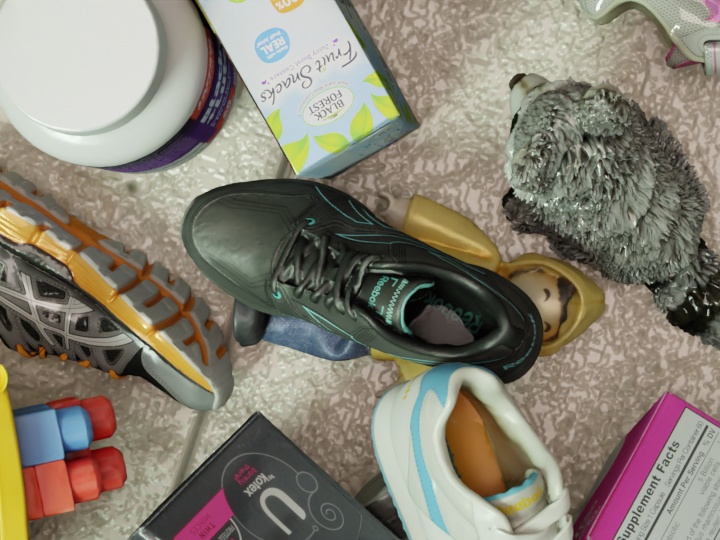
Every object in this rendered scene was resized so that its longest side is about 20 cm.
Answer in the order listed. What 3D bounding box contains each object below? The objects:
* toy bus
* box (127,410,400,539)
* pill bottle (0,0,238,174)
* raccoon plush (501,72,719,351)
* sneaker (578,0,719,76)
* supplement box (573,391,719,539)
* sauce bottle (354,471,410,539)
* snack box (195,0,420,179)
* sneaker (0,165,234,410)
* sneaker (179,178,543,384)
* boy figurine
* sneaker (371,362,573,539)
[{"bbox_3d":[-0.210,0.134,1.198,0.192,0.136,0.200,-8,91,-16],"label":"toy bus"},{"bbox_3d":[-0.091,0.187,1.214,0.106,0.122,0.200,42,128,2],"label":"box"},{"bbox_3d":[-0.129,-0.108,1.220,0.111,0.200,0.112,0,91,4],"label":"pill bottle"},{"bbox_3d":[0.156,-0.034,1.237,0.200,0.134,0.097,30,90,3],"label":"raccoon plush"},{"bbox_3d":[0.205,-0.142,1.268,0.200,0.081,0.088,21,92,11],"label":"sneaker"},{"bbox_3d":[0.210,0.167,1.237,0.200,0.101,0.103,32,64,4],"label":"supplement box"},{"bbox_3d":[0.071,0.186,1.244,0.065,0.065,0.200,-37,99,2],"label":"sauce bottle"},{"bbox_3d":[-0.048,-0.148,1.232,0.068,0.169,0.200,-29,90,5],"label":"snack box"},{"bbox_3d":[-0.157,0.020,1.292,0.200,0.078,0.077,35,105,6],"label":"sneaker"},{"bbox_3d":[0.000,0.000,1.215,0.200,0.079,0.075,19,89,7],"label":"sneaker"},{"bbox_3d":[0.032,0.021,1.281,0.200,0.064,0.124,7,88,6],"label":"boy figurine"},{"bbox_3d":[0.074,0.141,1.175,0.076,0.081,0.200,-27,87,-26],"label":"sneaker"}]
